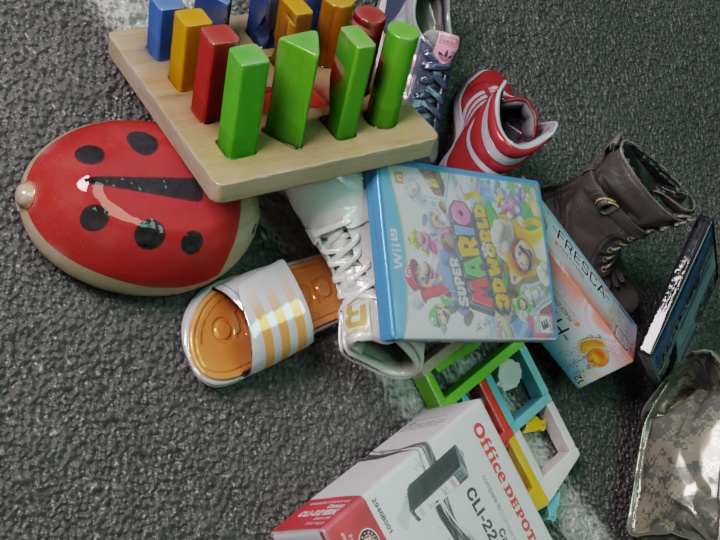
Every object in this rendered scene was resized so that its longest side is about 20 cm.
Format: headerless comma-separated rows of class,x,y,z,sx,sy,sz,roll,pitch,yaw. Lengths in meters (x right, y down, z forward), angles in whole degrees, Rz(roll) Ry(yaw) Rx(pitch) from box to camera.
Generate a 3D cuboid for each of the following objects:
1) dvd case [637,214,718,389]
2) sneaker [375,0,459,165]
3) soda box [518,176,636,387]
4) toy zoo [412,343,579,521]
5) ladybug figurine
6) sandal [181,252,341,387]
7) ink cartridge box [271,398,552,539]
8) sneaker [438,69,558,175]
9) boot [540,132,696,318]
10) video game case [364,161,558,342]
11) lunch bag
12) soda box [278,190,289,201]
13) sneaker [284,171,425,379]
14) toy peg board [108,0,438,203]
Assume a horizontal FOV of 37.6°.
dvd case,0.322,0.040,1.063,0.144,0.017,0.200,-64,155,-6
sneaker,0.056,-0.182,0.987,0.069,0.082,0.203,5,77,-38
soda box,0.184,0.013,1.021,0.201,0.068,0.064,51,32,-14
toy zoo,0.135,0.149,0.995,0.131,0.020,0.202,-31,96,-38
ladybug figurine,-0.158,-0.052,0.798,0.198,0.072,0.138,-2,79,-37
sandal,-0.055,0.023,0.863,0.205,0.059,0.080,-27,93,-39
ink cartridge box,0.048,0.219,0.870,0.199,0.083,0.146,-32,96,-38
sneaker,0.136,-0.149,1.001,0.071,0.112,0.201,32,44,-13
boot,0.257,-0.033,1.038,0.200,0.173,0.070,42,56,-18
video game case,0.088,-0.013,0.877,0.198,0.018,0.145,3,77,-41
lunch bag,0.366,0.197,1.084,0.163,0.117,0.203,30,65,-38
soda box,-0.005,-0.072,0.917,0.199,0.063,0.069,36,44,-24
sneaker,0.000,0.000,0.844,0.200,0.073,0.116,50,32,-33
toy peg board,-0.062,-0.169,0.810,0.198,0.099,0.200,-15,50,-31
